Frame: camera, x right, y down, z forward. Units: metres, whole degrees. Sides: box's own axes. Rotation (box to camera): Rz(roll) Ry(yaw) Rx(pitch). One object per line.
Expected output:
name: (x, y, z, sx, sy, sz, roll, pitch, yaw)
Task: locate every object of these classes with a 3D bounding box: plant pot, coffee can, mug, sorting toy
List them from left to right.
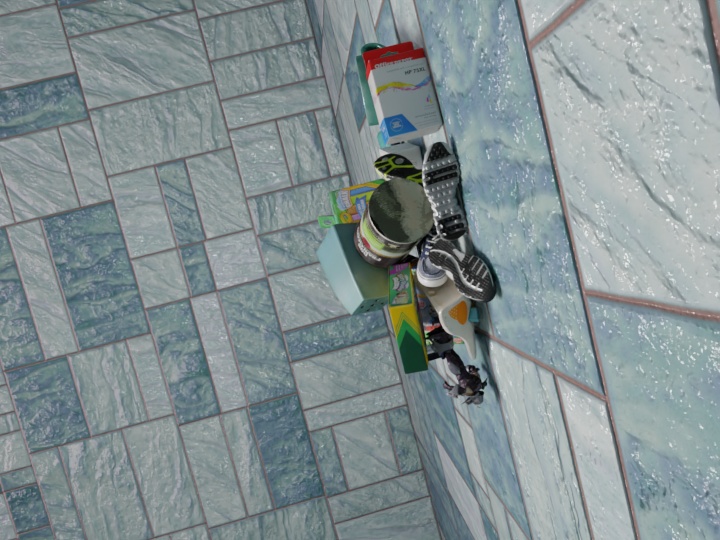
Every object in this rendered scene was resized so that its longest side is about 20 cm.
plant pot: (0.000, 0.000, 1.360, 0.141, 0.141, 0.200, -53, 51, 53)
mug: (0.056, -0.426, 1.202, 0.152, 0.114, 0.185, -77, -23, -78)
coffee can: (0.071, -0.102, 1.223, 0.200, 0.146, 0.147, 122, 133, -72)
sorting toy: (0.213, 0.100, 1.197, 0.200, 0.107, 0.180, -115, 3, -65)

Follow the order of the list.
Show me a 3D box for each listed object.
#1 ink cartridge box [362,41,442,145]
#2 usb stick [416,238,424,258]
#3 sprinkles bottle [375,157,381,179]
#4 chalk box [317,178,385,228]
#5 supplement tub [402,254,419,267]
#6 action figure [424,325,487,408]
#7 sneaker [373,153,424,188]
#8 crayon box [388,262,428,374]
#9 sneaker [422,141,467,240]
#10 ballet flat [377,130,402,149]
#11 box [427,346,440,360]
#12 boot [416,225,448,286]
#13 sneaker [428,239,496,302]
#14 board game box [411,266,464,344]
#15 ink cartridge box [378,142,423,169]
ink cartridge box: (0.082, -0.371, 1.096, 0.067, 0.116, 0.200, 167, 88, -86)
usb stick: (0.185, -0.027, 1.526, 0.055, 0.033, 0.200, -128, 24, -82)
sprinkles bottle: (0.101, -0.249, 1.638, 0.068, 0.068, 0.200, -128, 24, -80)
chalk box: (-0.012, -0.144, 1.448, 0.125, 0.200, 0.124, 76, 178, -65)
supplement tub: (0.108, 0.011, 1.466, 0.200, 0.123, 0.123, 23, 142, 32)
action figure: (0.219, 0.221, 1.211, 0.200, 0.069, 0.130, 59, -155, 2)
sneaker: (0.106, -0.204, 1.239, 0.200, 0.075, 0.076, 38, 158, 34)
crayon box: (0.106, 0.103, 1.223, 0.200, 0.058, 0.173, -84, -20, -64)
sneaker: (0.164, -0.163, 1.089, 0.081, 0.075, 0.200, -92, -9, -65)
ballet flat: (0.102, -0.298, 1.499, 0.073, 0.073, 0.200, 126, 130, -85)
box: (0.186, 0.150, 1.619, 0.149, 0.107, 0.200, 79, 174, -46)
boot: (0.161, -0.050, 1.203, 0.200, 0.073, 0.091, -75, -20, -58)
sneaker: (0.216, 0.004, 1.073, 0.080, 0.074, 0.200, 32, -167, -33)
board game box: (0.175, 0.086, 1.338, 0.037, 0.151, 0.200, -24, -77, -53)
ink cartridge box: (0.118, -0.219, 1.385, 0.145, 0.084, 0.200, -116, 11, -71)
